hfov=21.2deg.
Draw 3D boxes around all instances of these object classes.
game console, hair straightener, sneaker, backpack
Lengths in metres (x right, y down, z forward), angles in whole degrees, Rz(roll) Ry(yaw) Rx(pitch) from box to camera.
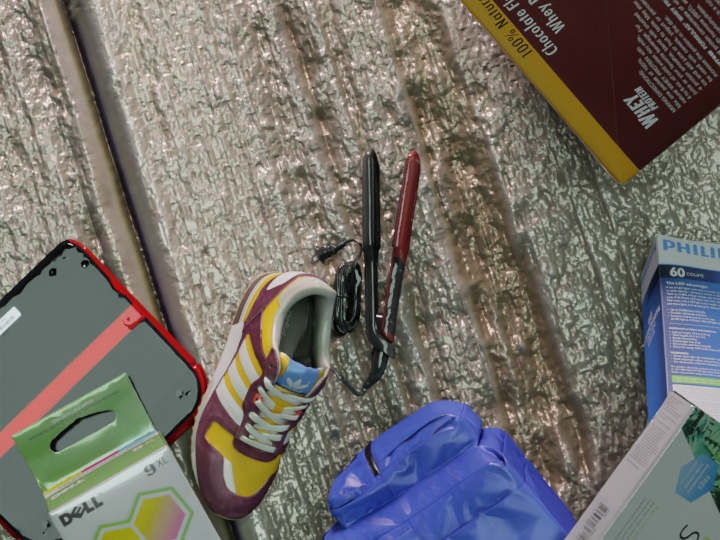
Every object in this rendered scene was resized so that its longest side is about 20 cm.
[{"bbox_3d":[-0.239,0.102,1.517,0.200,0.031,0.177,-44,87,-6],"label":"game console"},{"bbox_3d":[0.000,0.000,1.543,0.077,0.041,0.201,6,91,11],"label":"hair straightener"},{"bbox_3d":[-0.073,0.097,1.488,0.075,0.090,0.201,16,84,-28],"label":"sneaker"},{"bbox_3d":[0.047,0.208,1.467,0.200,0.162,0.168,-40,83,6],"label":"backpack"}]

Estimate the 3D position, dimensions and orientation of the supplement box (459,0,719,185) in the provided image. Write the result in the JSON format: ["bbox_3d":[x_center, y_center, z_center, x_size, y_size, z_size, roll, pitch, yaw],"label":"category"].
[{"bbox_3d":[0.224,-0.214,1.478,0.197,0.133,0.200,49,119,0],"label":"supplement box"}]

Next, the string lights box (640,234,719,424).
[{"bbox_3d":[0.276,0.069,1.489,0.102,0.059,0.200,8,49,-3],"label":"string lights box"}]

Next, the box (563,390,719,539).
[{"bbox_3d":[0.255,0.194,1.396,0.200,0.036,0.145,33,94,-32],"label":"box"}]

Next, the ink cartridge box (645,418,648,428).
[{"bbox_3d":[0.325,0.198,1.522,0.199,0.086,0.147,8,84,-5],"label":"ink cartridge box"}]

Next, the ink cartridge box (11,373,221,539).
[{"bbox_3d":[-0.174,0.192,1.474,0.104,0.059,0.200,-29,102,-7],"label":"ink cartridge box"}]
